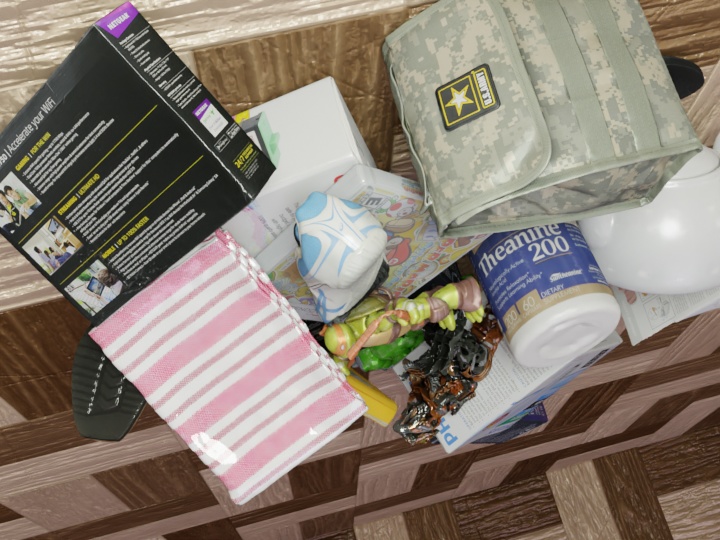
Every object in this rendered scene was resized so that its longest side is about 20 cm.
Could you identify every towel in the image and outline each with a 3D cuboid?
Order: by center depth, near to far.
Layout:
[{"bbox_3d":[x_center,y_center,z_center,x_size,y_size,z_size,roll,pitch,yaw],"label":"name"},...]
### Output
[{"bbox_3d":[-0.107,0.083,0.712,0.146,0.201,0.030,-37,-169,10],"label":"towel"}]

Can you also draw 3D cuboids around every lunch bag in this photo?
[{"bbox_3d":[0.124,-0.123,0.658,0.196,0.167,0.118,-13,162,-10],"label":"lunch bag"}]

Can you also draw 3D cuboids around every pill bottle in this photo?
[{"bbox_3d":[0.164,-0.018,0.855,0.109,0.203,0.112,-15,150,-9],"label":"pill bottle"}]

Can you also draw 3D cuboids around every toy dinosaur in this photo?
[{"bbox_3d":[0.094,0.086,0.922,0.101,0.203,0.135,8,157,42],"label":"toy dinosaur"}]

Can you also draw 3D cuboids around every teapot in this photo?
[{"bbox_3d":[0.322,-0.077,0.915,0.194,0.149,0.200,6,-153,24],"label":"teapot"}]

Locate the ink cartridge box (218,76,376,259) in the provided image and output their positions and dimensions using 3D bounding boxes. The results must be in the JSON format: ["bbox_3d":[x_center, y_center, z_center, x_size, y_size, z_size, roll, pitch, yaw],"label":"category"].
[{"bbox_3d":[-0.083,-0.062,0.752,0.197,0.085,0.145,-20,154,8],"label":"ink cartridge box"}]

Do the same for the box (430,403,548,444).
[{"bbox_3d":[0.187,0.189,1.386,0.104,0.150,0.198,-34,151,35],"label":"box"}]

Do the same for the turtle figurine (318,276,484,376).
[{"bbox_3d":[0.023,0.049,0.794,0.159,0.065,0.200,-15,162,-31],"label":"turtle figurine"}]

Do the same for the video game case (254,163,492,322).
[{"bbox_3d":[0.002,-0.011,0.775,0.180,0.023,0.199,10,142,-43],"label":"video game case"}]

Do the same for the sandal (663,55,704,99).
[{"bbox_3d":[0.232,-0.156,0.806,0.196,0.046,0.075,-8,154,-19],"label":"sandal"}]

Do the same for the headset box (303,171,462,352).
[{"bbox_3d":[0.000,0.000,0.930,0.172,0.094,0.200,-24,154,14],"label":"headset box"}]

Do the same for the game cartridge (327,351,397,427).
[{"bbox_3d":[-0.071,0.084,0.939,0.199,0.176,0.033,39,85,-40],"label":"game cartridge"}]

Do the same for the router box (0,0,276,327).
[{"bbox_3d":[-0.178,-0.066,0.623,0.199,0.051,0.149,-33,108,32],"label":"router box"}]

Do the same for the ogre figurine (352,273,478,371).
[{"bbox_3d":[0.062,0.081,1.151,0.198,0.100,0.119,-19,179,44],"label":"ogre figurine"}]

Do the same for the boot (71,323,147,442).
[{"bbox_3d":[-0.201,0.067,0.814,0.076,0.204,0.139,9,160,4],"label":"boot"}]

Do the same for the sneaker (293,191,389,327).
[{"bbox_3d":[-0.019,-0.009,0.688,0.072,0.073,0.200,-41,170,-13],"label":"sneaker"}]

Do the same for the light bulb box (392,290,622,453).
[{"bbox_3d":[0.179,0.100,1.046,0.200,0.126,0.197,-43,160,24],"label":"light bulb box"}]

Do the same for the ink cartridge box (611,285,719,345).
[{"bbox_3d":[0.387,-0.022,1.050,0.049,0.164,0.200,4,149,-31],"label":"ink cartridge box"}]
